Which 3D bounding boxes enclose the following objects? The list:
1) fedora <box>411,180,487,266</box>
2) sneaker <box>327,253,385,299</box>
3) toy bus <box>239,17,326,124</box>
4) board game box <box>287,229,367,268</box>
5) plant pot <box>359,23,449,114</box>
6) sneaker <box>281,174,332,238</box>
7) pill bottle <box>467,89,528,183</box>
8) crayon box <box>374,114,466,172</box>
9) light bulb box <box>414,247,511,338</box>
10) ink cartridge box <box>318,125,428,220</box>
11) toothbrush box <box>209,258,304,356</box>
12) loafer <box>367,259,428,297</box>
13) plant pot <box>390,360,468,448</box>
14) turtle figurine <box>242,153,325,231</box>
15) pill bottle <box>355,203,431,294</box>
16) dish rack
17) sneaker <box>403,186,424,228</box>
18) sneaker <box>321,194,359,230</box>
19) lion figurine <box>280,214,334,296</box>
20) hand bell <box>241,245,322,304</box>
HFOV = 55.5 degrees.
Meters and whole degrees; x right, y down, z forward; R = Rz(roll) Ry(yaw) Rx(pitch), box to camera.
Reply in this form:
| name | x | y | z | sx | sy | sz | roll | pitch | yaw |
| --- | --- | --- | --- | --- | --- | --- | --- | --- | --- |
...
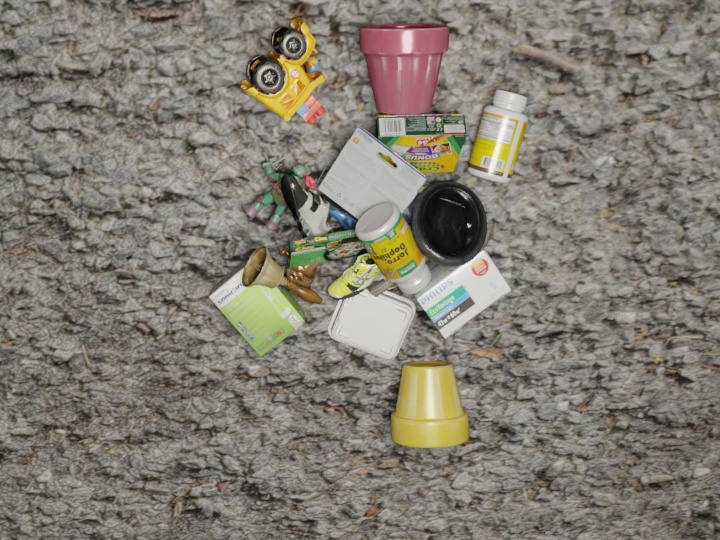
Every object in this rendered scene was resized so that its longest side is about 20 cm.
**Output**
| name | x | y | z | sx | sy | sz | roll | pitch | yaw |
| --- | --- | --- | --- | --- | --- | --- | --- | --- | --- |
| fedora | 0.194 | -0.099 | 1.572 | 0.197 | 0.092 | 0.204 | 3 | 74 | -11 |
| sneaker | 0.000 | 0.000 | 1.677 | 0.198 | 0.076 | 0.077 | -30 | 130 | 13 |
| toy bus | -0.145 | -0.436 | 1.550 | 0.191 | 0.136 | 0.201 | 38 | 97 | -25 |
| board game box | -0.071 | -0.054 | 1.610 | 0.197 | 0.105 | 0.024 | -10 | 67 | -16 |
| plant pot | 0.097 | -0.450 | 1.526 | 0.197 | 0.201 | 0.182 | -3 | 113 | -3 |
| sneaker | -0.119 | -0.153 | 1.569 | 0.088 | 0.074 | 0.201 | -33 | 137 | -11 |
| pill bottle | 0.328 | -0.316 | 1.617 | 0.108 | 0.109 | 0.203 | 13 | 103 | -7 |
| crayon box | 0.131 | -0.288 | 1.579 | 0.197 | 0.173 | 0.059 | -2 | 69 | -3 |
| light bulb box | 0.231 | 0.032 | 1.653 | 0.197 | 0.200 | 0.125 | -36 | 104 | 6 |
| ink cartridge box | 0.029 | -0.205 | 1.568 | 0.199 | 0.041 | 0.200 | 37 | 127 | -3 |
| toothbrush box | -0.252 | 0.084 | 1.692 | 0.145 | 0.086 | 0.201 | -38 | 105 | 5 |
| loafer | 0.108 | 0.000 | 1.704 | 0.200 | 0.072 | 0.063 | -44 | 116 | 1 |
| plant pot | 0.173 | 0.333 | 1.743 | 0.197 | 0.201 | 0.192 | -2 | 89 | -3 |
| turtle figurine | -0.181 | -0.195 | 1.623 | 0.149 | 0.101 | 0.200 | 40 | 104 | -13 |
| pill bottle | 0.081 | -0.045 | 1.563 | 0.112 | 0.113 | 0.201 | -32 | 121 | 5 |
| dish rack | 0.030 | 0.132 | 1.747 | 0.198 | 0.044 | 0.174 | 21 | 102 | -8 |
| sneaker | 0.149 | -0.108 | 1.663 | 0.199 | 0.081 | 0.147 | 37 | 89 | -6 |
| sneaker | -0.019 | -0.109 | 1.661 | 0.198 | 0.066 | 0.079 | 28 | 124 | -20 |
| lion figurine | -0.116 | -0.034 | 1.677 | 0.199 | 0.073 | 0.123 | -38 | 101 | 7 |
| hand bell | -0.170 | 0.031 | 1.622 | 0.199 | 0.104 | 0.105 | 29 | 102 | -30 |
